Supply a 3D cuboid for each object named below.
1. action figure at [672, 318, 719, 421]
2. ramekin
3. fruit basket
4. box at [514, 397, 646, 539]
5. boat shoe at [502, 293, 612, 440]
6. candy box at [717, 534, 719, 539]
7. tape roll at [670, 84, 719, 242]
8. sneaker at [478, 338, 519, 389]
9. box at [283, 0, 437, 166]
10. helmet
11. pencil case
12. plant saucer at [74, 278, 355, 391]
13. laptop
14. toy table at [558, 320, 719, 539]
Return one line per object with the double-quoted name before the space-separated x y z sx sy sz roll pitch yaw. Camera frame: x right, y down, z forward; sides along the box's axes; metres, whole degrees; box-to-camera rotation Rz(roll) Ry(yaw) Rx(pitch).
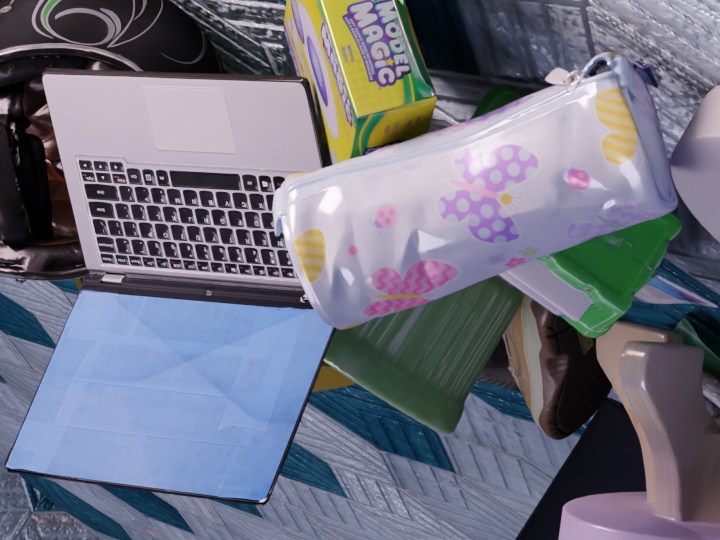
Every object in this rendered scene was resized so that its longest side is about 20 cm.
"action figure" 0.262 0.107 1.826 0.199 0.055 0.118 29 163 -6
"ramekin" 0.000 0.000 1.748 0.200 0.098 0.200 35 -177 -2
"fruit basket" 0.091 -0.027 1.656 0.185 0.094 0.200 35 168 -13
"box" 0.171 0.173 1.931 0.104 0.148 0.200 33 180 10
"boat shoe" 0.116 0.034 1.873 0.076 0.072 0.200 38 159 25
"candy box" 0.249 0.102 1.456 0.077 0.170 0.200 28 165 -1
"tape roll" 0.247 -0.023 1.461 0.202 0.037 0.203 30 165 9
"sneaker" 0.044 0.023 1.908 0.200 0.067 0.091 38 -167 -16
"box" -0.001 -0.112 1.531 0.200 0.048 0.118 108 146 -73
"helmet" -0.176 -0.090 1.792 0.200 0.200 0.191 34 -166 -10
"pencil case" 0.058 -0.039 1.468 0.199 0.083 0.091 -21 144 16
"plant saucer" -0.105 0.011 1.909 0.199 0.049 0.200 7 -145 -27
"laptop" -0.113 0.004 1.618 0.186 0.116 0.201 4 117 34
"toy table" 0.199 0.100 1.647 0.183 0.118 0.200 11 -174 31
